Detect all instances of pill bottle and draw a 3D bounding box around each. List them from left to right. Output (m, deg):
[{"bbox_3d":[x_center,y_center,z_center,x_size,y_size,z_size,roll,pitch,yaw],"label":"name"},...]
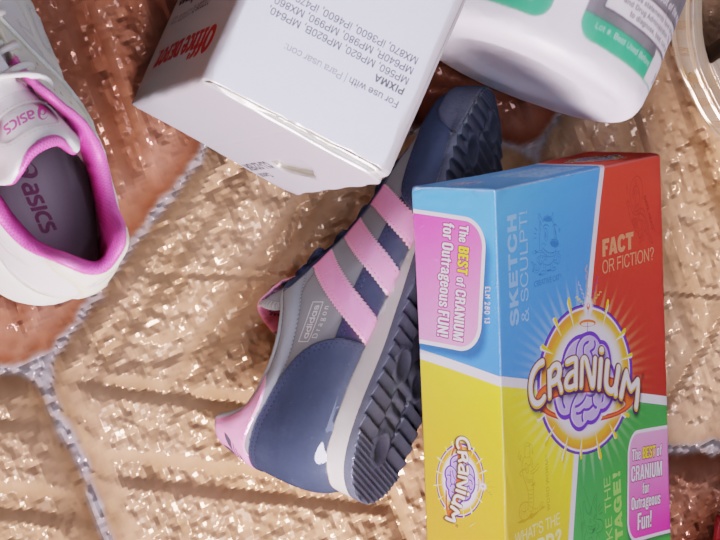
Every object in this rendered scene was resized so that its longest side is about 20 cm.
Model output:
[{"bbox_3d":[0.104,-0.175,0.968,0.113,0.113,0.201,26,83,-24],"label":"pill bottle"}]

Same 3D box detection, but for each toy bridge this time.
[{"bbox_3d":[0.181,-0.105,1.055,0.067,0.027,0.201,-34,108,-18],"label":"toy bridge"}]

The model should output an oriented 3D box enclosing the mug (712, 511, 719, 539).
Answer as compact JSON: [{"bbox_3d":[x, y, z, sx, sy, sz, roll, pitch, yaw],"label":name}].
[{"bbox_3d":[0.195,0.212,1.031,0.177,0.133,0.201,4,89,-26],"label":"mug"}]

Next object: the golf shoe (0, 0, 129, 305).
[{"bbox_3d":[-0.144,-0.078,0.875,0.075,0.091,0.201,-33,105,-17],"label":"golf shoe"}]

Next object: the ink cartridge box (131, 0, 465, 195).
[{"bbox_3d":[-0.004,-0.139,0.900,0.083,0.144,0.201,25,83,-15],"label":"ink cartridge box"}]

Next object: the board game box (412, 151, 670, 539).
[{"bbox_3d":[0.081,0.055,0.970,0.153,0.040,0.201,-15,104,-55],"label":"board game box"}]

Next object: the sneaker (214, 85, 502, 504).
[{"bbox_3d":[0.000,0.000,0.961,0.201,0.082,0.070,-66,151,-29],"label":"sneaker"}]
